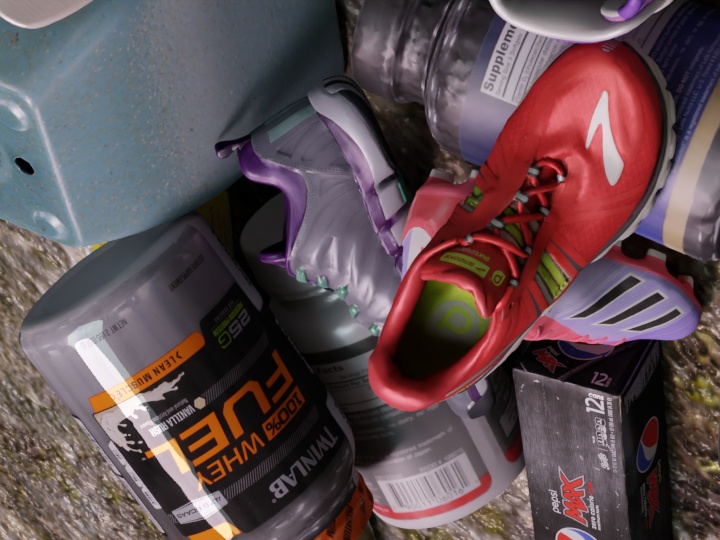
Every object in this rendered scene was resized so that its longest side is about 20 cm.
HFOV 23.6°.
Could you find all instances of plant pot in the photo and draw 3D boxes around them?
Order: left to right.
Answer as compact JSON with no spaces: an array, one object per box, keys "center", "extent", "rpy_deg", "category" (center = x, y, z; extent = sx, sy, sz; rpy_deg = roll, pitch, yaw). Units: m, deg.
[{"center":[-0.147,-0.130,0.896],"extent":[0.195,0.200,0.197],"rpy_deg":[20,147,21],"category":"plant pot"}]

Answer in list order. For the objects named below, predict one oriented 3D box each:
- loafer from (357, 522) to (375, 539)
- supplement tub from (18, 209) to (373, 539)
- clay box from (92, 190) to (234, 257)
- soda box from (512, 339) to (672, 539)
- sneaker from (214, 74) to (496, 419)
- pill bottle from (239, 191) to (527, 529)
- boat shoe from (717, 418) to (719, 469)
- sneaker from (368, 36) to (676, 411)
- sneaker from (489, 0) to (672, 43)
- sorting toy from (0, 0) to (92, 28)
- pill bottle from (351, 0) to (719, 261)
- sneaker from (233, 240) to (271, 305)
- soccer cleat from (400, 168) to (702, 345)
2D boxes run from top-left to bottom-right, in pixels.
[{"center":[-0.007,0.229,1.247],"extent":[0.068,0.076,0.200],"rpy_deg":[23,147,18],"category":"loafer"},{"center":[-0.085,0.076,0.949],"extent":[0.122,0.123,0.200],"rpy_deg":[-18,113,46],"category":"supplement tub"},{"center":[-0.119,0.023,1.060],"extent":[0.115,0.047,0.201],"rpy_deg":[6,104,57],"category":"clay box"},{"center":[0.142,0.120,1.031],"extent":[0.070,0.063,0.201],"rpy_deg":[14,133,29],"category":"soda box"},{"center":[0.000,0.000,0.916],"extent":[0.087,0.074,0.201],"rpy_deg":[-26,103,4],"category":"sneaker"},{"center":[0.015,0.043,1.020],"extent":[0.114,0.114,0.201],"rpy_deg":[-5,122,41],"category":"pill bottle"},{"center":[0.225,0.045,0.893],"extent":[0.070,0.066,0.201],"rpy_deg":[27,139,15],"category":"boat shoe"},{"center":[0.069,-0.012,0.757],"extent":[0.077,0.085,0.200],"rpy_deg":[36,117,11],"category":"sneaker"},{"center":[0.149,-0.139,0.718],"extent":[0.200,0.114,0.073],"rpy_deg":[-12,119,21],"category":"sneaker"},{"center":[-0.136,-0.200,0.778],"extent":[0.200,0.180,0.107],"rpy_deg":[32,167,24],"category":"sorting toy"},{"center":[0.102,-0.092,0.828],"extent":[0.199,0.112,0.112],"rpy_deg":[24,138,18],"category":"pill bottle"},{"center":[-0.047,0.076,1.072],"extent":[0.074,0.081,0.201],"rpy_deg":[-22,94,1],"category":"sneaker"},{"center":[0.099,0.011,0.896],"extent":[0.199,0.077,0.067],"rpy_deg":[24,171,-37],"category":"soccer cleat"}]
